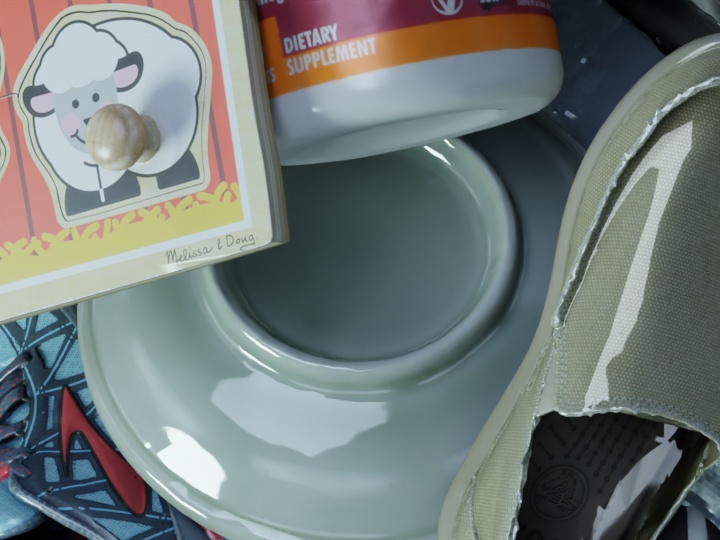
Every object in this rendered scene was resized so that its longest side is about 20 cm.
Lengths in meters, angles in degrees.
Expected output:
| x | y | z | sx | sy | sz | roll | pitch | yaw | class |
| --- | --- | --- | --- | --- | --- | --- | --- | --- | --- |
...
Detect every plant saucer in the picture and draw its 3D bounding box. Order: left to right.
| x | y | z | sx | sy | sz | roll | pitch | yaw | class |
| --- | --- | --- | --- | --- | --- | --- | --- | --- | --- |
| 0.000 | 0.000 | 0.738 | 0.200 | 0.050 | 0.201 | -1 | 60 | 2 | plant saucer |

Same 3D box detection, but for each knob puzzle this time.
| x | y | z | sx | sy | sz | roll | pitch | yaw | class |
| --- | --- | --- | --- | --- | --- | --- | --- | --- | --- |
| -0.118 | -0.086 | 0.674 | 0.219 | 0.030 | 0.220 | 0 | 91 | 32 | knob puzzle |

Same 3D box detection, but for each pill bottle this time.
| x | y | z | sx | sy | sz | roll | pitch | yaw | class |
| --- | --- | --- | --- | --- | --- | --- | --- | --- | --- |
| -0.007 | -0.140 | 0.687 | 0.109 | 0.110 | 0.201 | -13 | 87 | 17 | pill bottle |

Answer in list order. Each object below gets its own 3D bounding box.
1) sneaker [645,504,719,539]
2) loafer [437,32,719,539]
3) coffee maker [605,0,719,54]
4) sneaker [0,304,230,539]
| x | y | z | sx | sy | sz | roll | pitch | yaw | class |
| --- | --- | --- | --- | --- | --- | --- | --- | --- | --- |
| 0.146 | 0.163 | 0.667 | 0.083 | 0.072 | 0.200 | -15 | 66 | -10 | sneaker |
| 0.090 | 0.026 | 0.661 | 0.068 | 0.076 | 0.200 | -126 | 56 | -69 | loafer |
| 0.173 | -0.153 | 0.731 | 0.192 | 0.135 | 0.200 | 42 | 92 | 3 | coffee maker |
| -0.107 | 0.067 | 0.757 | 0.200 | 0.095 | 0.079 | 49 | 136 | 27 | sneaker |
